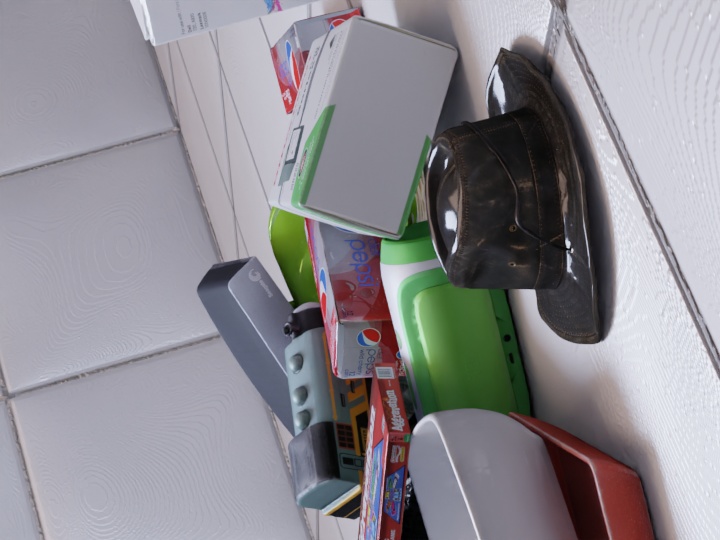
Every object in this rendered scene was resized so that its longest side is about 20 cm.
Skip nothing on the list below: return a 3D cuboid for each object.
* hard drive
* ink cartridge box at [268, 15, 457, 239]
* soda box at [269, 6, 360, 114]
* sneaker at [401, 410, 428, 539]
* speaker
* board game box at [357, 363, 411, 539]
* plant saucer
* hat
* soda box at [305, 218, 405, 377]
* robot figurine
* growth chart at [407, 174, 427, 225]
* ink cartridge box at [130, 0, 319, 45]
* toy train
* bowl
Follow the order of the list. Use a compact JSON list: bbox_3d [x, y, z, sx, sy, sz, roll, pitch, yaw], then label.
[{"bbox_3d":[-0.076,0.081,1.680,0.200,0.042,0.135,57,159,-10],"label":"hard drive"},{"bbox_3d":[-0.004,-0.105,1.360,0.200,0.084,0.146,-169,95,-80],"label":"ink cartridge box"},{"bbox_3d":[-0.037,-0.192,1.664,0.200,0.063,0.070,-178,73,-81],"label":"soda box"},{"bbox_3d":[0.051,0.165,1.423,0.104,0.200,0.060,39,165,-6],"label":"sneaker"},{"bbox_3d":[0.074,0.063,1.350,0.088,0.088,0.200,-143,38,-76],"label":"speaker"},{"bbox_3d":[0.015,0.181,1.346,0.103,0.019,0.200,-100,13,-64],"label":"board game box"},{"bbox_3d":[0.163,0.199,1.199,0.200,0.037,0.200,-157,51,-79],"label":"plant saucer"},{"bbox_3d":[0.085,-0.036,1.123,0.201,0.081,0.201,163,90,-81],"label":"hat"},{"bbox_3d":[0.000,0.000,1.484,0.200,0.070,0.063,-102,13,-49],"label":"soda box"},{"bbox_3d":[-0.021,-0.020,1.698,0.200,0.116,0.176,-116,37,-56],"label":"robot figurine"},{"bbox_3d":[0.046,-0.026,1.531,0.145,0.018,0.200,125,137,-77],"label":"growth chart"},{"bbox_3d":[-0.097,-0.276,1.441,0.084,0.200,0.145,82,168,-45],"label":"ink cartridge box"},{"bbox_3d":[-0.008,0.116,1.494,0.085,0.114,0.200,-38,50,43],"label":"toy train"},{"bbox_3d":[0.099,0.191,1.226,0.200,0.075,0.200,106,147,-75],"label":"bowl"}]
